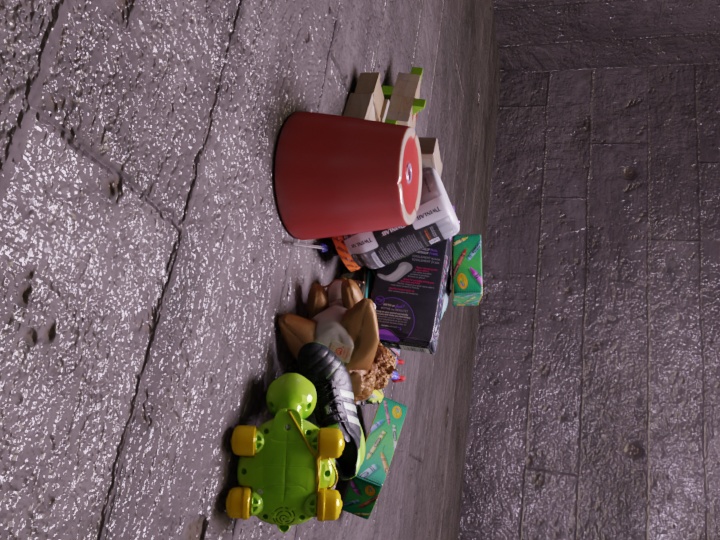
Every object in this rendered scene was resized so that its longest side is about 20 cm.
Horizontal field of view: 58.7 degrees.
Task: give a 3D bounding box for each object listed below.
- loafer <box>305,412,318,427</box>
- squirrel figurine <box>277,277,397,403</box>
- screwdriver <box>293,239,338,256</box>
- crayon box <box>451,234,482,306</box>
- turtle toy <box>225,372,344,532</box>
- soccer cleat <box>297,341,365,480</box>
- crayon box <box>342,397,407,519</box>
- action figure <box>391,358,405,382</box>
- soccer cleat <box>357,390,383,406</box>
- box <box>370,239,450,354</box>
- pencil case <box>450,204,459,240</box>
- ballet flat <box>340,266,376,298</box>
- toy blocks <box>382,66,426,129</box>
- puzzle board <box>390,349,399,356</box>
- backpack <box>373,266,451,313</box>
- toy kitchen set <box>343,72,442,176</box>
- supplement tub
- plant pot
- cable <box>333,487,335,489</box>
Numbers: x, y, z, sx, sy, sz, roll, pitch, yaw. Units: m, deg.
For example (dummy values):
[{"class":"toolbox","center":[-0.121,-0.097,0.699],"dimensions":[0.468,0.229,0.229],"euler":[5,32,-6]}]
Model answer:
[{"class":"loafer","center":[-0.059,0.218,1.020],"dimensions":[0.200,0.069,0.070],"euler":[-37,128,-67]},{"class":"squirrel figurine","center":[-0.025,0.107,1.017],"dimensions":[0.187,0.141,0.201],"euler":[-86,156,-74]},{"class":"screwdriver","center":[-0.073,-0.038,1.023],"dimensions":[0.200,0.029,0.028],"euler":[2,91,-69]},{"class":"crayon box","center":[0.220,0.004,1.332],"dimensions":[0.200,0.058,0.120],"euler":[52,38,-78]},{"class":"turtle toy","center":[-0.094,0.236,0.837],"dimensions":[0.101,0.145,0.201],"euler":[109,-16,-80]},{"class":"soccer cleat","center":[-0.038,0.197,0.902],"dimensions":[0.081,0.067,0.201],"euler":[-79,150,-76]},{"class":"crayon box","center":[0.030,0.366,1.261],"dimensions":[0.200,0.058,0.119],"euler":[-62,170,-51]},{"class":"action figure","center":[0.043,0.209,1.377],"dimensions":[0.200,0.051,0.066],"euler":[32,57,-65]},{"class":"soccer cleat","center":[0.001,0.216,1.224],"dimensions":[0.200,0.064,0.084],"euler":[34,49,-72]},{"class":"box","center":[0.089,0.036,1.154],"dimensions":[0.106,0.121,0.201],"euler":[63,37,-69]},{"class":"pencil case","center":[0.085,-0.102,1.233],"dimensions":[0.085,0.199,0.084],"euler":[19,85,-73]},{"class":"ballet flat","center":[0.000,0.000,1.175],"dimensions":[0.200,0.068,0.068],"euler":[-69,156,-46]},{"class":"toy blocks","center":[0.092,-0.329,1.406],"dimensions":[0.137,0.099,0.201],"euler":[87,15,-56]},{"class":"puzzle board","center":[0.083,0.112,1.538],"dimensions":[0.200,0.017,0.152],"euler":[50,45,-64]},{"class":"backpack","center":[0.099,0.039,1.314],"dimensions":[0.200,0.176,0.151],"euler":[-66,151,-65]},{"class":"toy kitchen set","center":[0.073,-0.237,1.190],"dimensions":[0.163,0.179,0.201],"euler":[68,32,-55]},{"class":"supplement tub","center":[0.055,-0.080,1.074],"dimensions":[0.123,0.199,0.123],"euler":[66,11,0]},{"class":"plant pot","center":[-0.008,-0.142,0.956],"dimensions":[0.200,0.176,0.202],"euler":[2,90,-72]},{"class":"cable","center":[-0.067,0.349,1.048],"dimensions":[0.200,0.050,0.098],"euler":[67,32,-51]}]
